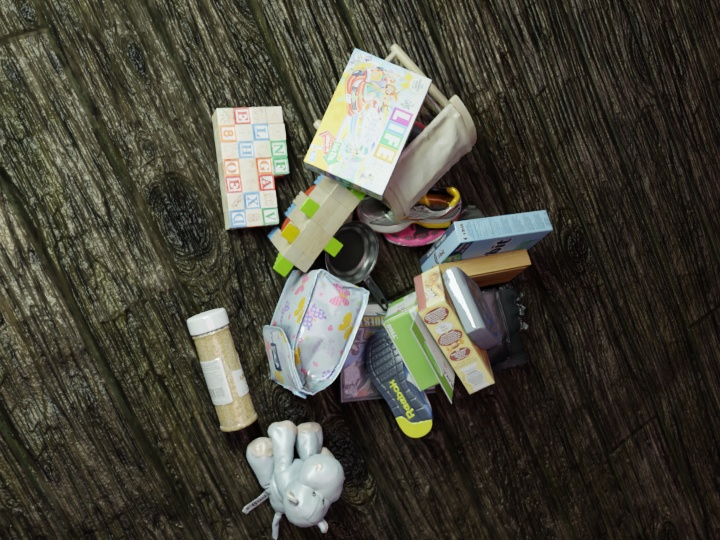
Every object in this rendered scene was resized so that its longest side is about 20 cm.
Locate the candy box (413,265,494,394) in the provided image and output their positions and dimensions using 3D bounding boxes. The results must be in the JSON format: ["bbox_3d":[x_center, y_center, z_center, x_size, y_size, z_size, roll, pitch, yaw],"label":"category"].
[{"bbox_3d":[0.165,0.105,1.127,0.055,0.116,0.201,-26,116,14],"label":"candy box"}]

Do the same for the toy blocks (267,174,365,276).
[{"bbox_3d":[-0.085,-0.090,1.097,0.100,0.137,0.201,37,93,-27],"label":"toy blocks"}]

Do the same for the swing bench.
[{"bbox_3d":[0.063,-0.225,1.076,0.200,0.130,0.199,43,84,11],"label":"swing bench"}]

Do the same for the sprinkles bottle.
[{"bbox_3d":[-0.235,0.169,1.087,0.068,0.068,0.202,-18,96,-20],"label":"sprinkles bottle"}]

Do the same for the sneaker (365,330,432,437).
[{"bbox_3d":[0.072,0.207,1.180,0.073,0.082,0.202,-26,83,16],"label":"sneaker"}]

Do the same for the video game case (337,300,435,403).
[{"bbox_3d":[0.050,0.151,1.219,0.198,0.025,0.183,-2,90,-21],"label":"video game case"}]

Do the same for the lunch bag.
[{"bbox_3d":[-0.091,0.105,1.088,0.126,0.169,0.202,23,82,-20],"label":"lunch bag"}]

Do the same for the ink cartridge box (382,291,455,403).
[{"bbox_3d":[0.102,0.139,1.115,0.075,0.200,0.149,-26,99,17],"label":"ink cartridge box"}]

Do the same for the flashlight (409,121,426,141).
[{"bbox_3d":[0.083,-0.286,1.220,0.198,0.068,0.068,21,107,-23],"label":"flashlight"}]

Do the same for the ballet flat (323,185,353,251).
[{"bbox_3d":[-0.033,-0.129,1.177,0.064,0.075,0.202,21,86,-50],"label":"ballet flat"}]

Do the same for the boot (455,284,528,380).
[{"bbox_3d":[0.246,0.119,1.270,0.196,0.073,0.165,-12,93,-23],"label":"boot"}]

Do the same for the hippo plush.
[{"bbox_3d":[-0.115,0.354,1.080,0.159,0.161,0.200,46,75,-15],"label":"hippo plush"}]

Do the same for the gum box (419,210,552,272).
[{"bbox_3d":[0.235,-0.048,1.214,0.198,0.170,0.045,-8,71,-21],"label":"gum box"}]

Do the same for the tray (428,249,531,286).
[{"bbox_3d":[0.219,0.007,1.236,0.198,0.099,0.037,-9,72,-17],"label":"tray"}]

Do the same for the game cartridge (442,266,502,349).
[{"bbox_3d":[0.206,0.074,1.143,0.041,0.200,0.134,-30,70,13],"label":"game cartridge"}]

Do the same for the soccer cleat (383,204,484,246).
[{"bbox_3d":[0.142,-0.073,1.236,0.197,0.087,0.071,-8,64,0],"label":"soccer cleat"}]

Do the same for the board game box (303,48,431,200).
[{"bbox_3d":[0.012,-0.229,0.999,0.133,0.034,0.202,23,83,3],"label":"board game box"}]

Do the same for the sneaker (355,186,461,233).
[{"bbox_3d":[0.088,-0.122,1.158,0.197,0.082,0.079,-7,65,-8],"label":"sneaker"}]

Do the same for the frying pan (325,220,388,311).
[{"bbox_3d":[0.007,-0.016,1.161,0.189,0.031,0.116,33,83,-38],"label":"frying pan"}]

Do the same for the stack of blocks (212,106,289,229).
[{"bbox_3d":[-0.187,-0.177,1.113,0.114,0.058,0.203,-7,92,-21],"label":"stack of blocks"}]
